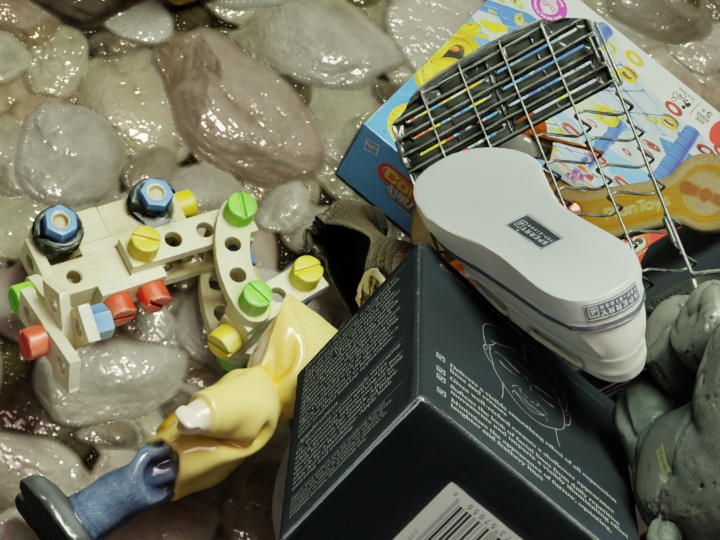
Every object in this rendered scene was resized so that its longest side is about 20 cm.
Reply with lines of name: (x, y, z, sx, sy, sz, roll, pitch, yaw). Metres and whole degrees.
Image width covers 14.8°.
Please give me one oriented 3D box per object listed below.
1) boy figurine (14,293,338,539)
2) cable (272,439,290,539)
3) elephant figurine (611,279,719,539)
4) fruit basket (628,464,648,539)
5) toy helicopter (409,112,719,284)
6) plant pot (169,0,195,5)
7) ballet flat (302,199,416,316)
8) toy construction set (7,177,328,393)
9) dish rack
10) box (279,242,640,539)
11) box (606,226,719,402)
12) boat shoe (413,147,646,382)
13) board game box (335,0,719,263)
boy figurine: (-0.088, 0.085, 1.492, 0.200, 0.124, 0.065, -37, 82, -16)
cable: (0.049, 0.135, 1.559, 0.199, 0.069, 0.201, 17, 53, -10)
elephant figurine: (0.238, 0.091, 1.390, 0.199, 0.156, 0.142, 20, 14, -21)
fruit basket: (0.189, 0.172, 1.488, 0.200, 0.094, 0.186, 41, 81, -24)
toy helicopter: (0.124, -0.038, 1.598, 0.199, 0.079, 0.133, -12, 84, 14)
plant pot: (-0.092, -0.286, 1.710, 0.200, 0.200, 0.176, 43, 65, 8)
ballet flat: (0.000, 0.000, 1.577, 0.046, 0.068, 0.200, 10, 15, -12)
toy construction set: (-0.120, 0.014, 1.562, 0.199, 0.092, 0.132, -10, 63, -39)
dish rack: (0.106, -0.032, 1.525, 0.054, 0.153, 0.201, 12, 55, -63)
box: (0.050, 0.101, 1.396, 0.148, 0.107, 0.200, 39, 18, -13)
box: (0.240, 0.083, 1.609, 0.200, 0.104, 0.148, 44, 50, -18)
boat shoe: (0.091, -0.003, 1.441, 0.072, 0.066, 0.200, -27, 32, -18)
board game box: (0.120, -0.068, 1.727, 0.200, 0.056, 0.196, 39, 53, 5)
